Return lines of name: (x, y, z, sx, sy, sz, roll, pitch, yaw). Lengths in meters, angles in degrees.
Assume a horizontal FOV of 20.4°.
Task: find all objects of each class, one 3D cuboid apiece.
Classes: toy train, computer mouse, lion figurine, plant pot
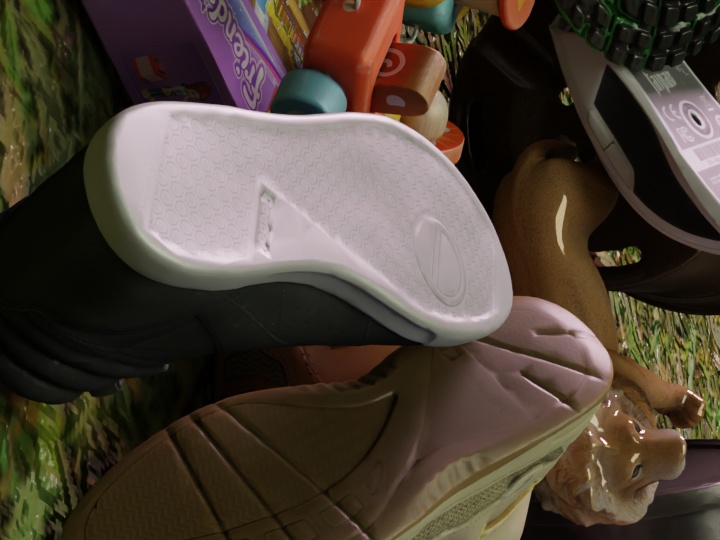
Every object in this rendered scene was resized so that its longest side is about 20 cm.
toy train: (0.026, -0.094, 0.706, 0.151, 0.055, 0.201, 98, 13, -53)
computer mouse: (0.106, -0.077, 0.847, 0.109, 0.044, 0.201, -16, 69, -55)
lion figurine: (0.086, 0.015, 0.828, 0.122, 0.072, 0.201, 21, 45, -54)
plant pot: (0.146, -0.069, 0.996, 0.198, 0.199, 0.202, -10, 93, -65)

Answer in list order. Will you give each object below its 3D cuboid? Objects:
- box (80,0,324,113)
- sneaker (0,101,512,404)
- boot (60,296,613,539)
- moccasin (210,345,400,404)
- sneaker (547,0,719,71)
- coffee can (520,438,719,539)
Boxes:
box: (-0.063, -0.136, 0.691, 0.137, 0.039, 0.201, -75, 150, -45)
sneaker: (-0.039, -0.001, 0.613, 0.199, 0.099, 0.071, 8, 64, -52)
boot: (-0.013, 0.101, 0.681, 0.199, 0.073, 0.156, -25, 148, -31)
moccasin: (-0.001, 0.000, 0.772, 0.201, 0.073, 0.078, -31, 122, -56)
sneaker: (0.128, -0.138, 0.844, 0.199, 0.085, 0.078, -14, 134, -51)
coffee can: (0.141, 0.193, 0.960, 0.146, 0.145, 0.201, -16, 99, -68)
